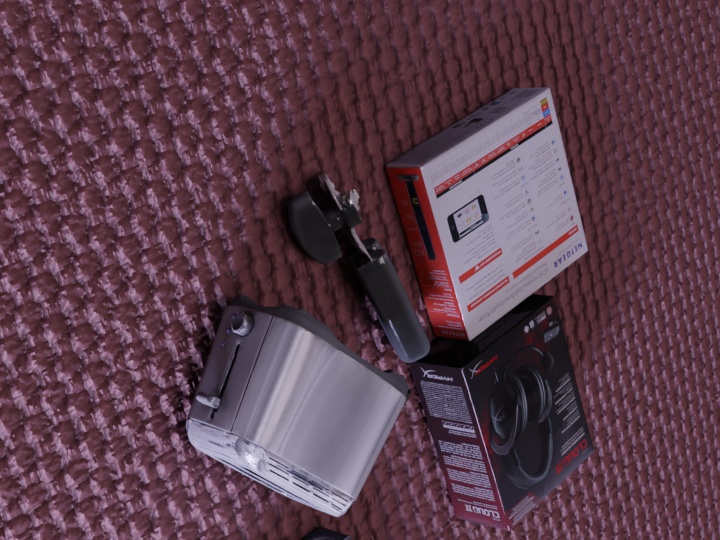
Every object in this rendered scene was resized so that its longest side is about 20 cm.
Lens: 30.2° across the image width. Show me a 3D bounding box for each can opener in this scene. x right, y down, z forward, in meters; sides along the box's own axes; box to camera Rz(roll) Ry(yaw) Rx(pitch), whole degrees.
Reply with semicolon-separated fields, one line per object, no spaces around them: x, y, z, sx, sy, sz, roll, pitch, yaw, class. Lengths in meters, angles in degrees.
0.000;0.000;1.190;0.066;0.053;0.201;-31;118;1;can opener

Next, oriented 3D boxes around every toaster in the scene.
-0.050;0.116;1.104;0.200;0.113;0.130;36;73;-41;toaster

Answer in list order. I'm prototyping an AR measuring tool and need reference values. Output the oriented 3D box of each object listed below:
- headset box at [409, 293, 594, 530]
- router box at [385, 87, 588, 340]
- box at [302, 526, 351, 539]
0.144;0.144;1.312;0.148;0.077;0.201;-32;114;-37;headset box
0.128;-0.058;1.296;0.199;0.049;0.181;-32;115;-37;router box
-0.048;0.354;1.172;0.160;0.043;0.201;-32;115;-36;box
